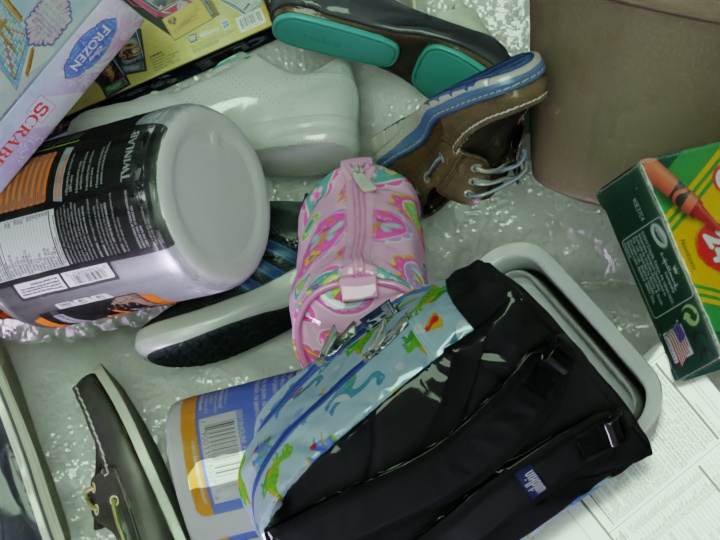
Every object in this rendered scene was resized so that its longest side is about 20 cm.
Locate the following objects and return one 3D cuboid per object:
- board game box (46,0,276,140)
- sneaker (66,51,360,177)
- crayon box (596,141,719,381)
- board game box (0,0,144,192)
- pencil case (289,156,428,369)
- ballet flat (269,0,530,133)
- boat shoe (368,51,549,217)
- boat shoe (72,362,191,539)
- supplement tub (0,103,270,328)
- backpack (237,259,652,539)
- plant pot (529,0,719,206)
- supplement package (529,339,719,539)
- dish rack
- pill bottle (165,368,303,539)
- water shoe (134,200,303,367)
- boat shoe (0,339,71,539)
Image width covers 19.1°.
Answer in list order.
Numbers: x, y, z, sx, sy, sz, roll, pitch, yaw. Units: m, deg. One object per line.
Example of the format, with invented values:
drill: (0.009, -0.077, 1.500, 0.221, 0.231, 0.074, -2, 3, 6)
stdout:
board game box: (-0.171, -0.185, 1.480, 0.200, 0.035, 0.136, -23, 80, 4)
sneaker: (-0.098, -0.109, 1.453, 0.199, 0.075, 0.089, -1, 66, 6)
crayon box: (0.253, -0.020, 1.301, 0.200, 0.051, 0.127, -15, 76, -33)
board game box: (-0.263, -0.143, 1.406, 0.200, 0.041, 0.200, -49, 51, 4)
pencil case: (0.000, 0.000, 1.297, 0.087, 0.200, 0.088, 0, 114, 1)
ballet flat: (0.038, -0.157, 1.427, 0.199, 0.073, 0.073, 21, 86, -7)
boat shoe: (0.074, -0.083, 1.366, 0.072, 0.200, 0.073, -26, 89, -22)
boat shoe: (-0.148, 0.160, 1.416, 0.060, 0.072, 0.202, -27, 83, -1)
supplement tub: (-0.168, -0.031, 1.389, 0.200, 0.122, 0.123, -12, 81, 34)
backpack: (0.029, 0.099, 1.175, 0.200, 0.163, 0.154, -47, 36, -3)
plant pot: (0.182, -0.129, 1.364, 0.200, 0.200, 0.175, 14, 102, 9)
supplement package: (0.163, 0.163, 1.336, 0.200, 0.152, 0.151, -40, 79, 1)
dish rack: (0.071, 0.095, 1.273, 0.200, 0.044, 0.172, -40, 50, 1)
pill bottle: (-0.016, 0.115, 1.386, 0.199, 0.112, 0.112, -14, 82, 5)
water shoe: (-0.064, -0.002, 1.433, 0.200, 0.072, 0.079, -24, 70, -5)
boat shoe: (-0.251, 0.109, 1.436, 0.062, 0.075, 0.201, -19, 86, -2)
